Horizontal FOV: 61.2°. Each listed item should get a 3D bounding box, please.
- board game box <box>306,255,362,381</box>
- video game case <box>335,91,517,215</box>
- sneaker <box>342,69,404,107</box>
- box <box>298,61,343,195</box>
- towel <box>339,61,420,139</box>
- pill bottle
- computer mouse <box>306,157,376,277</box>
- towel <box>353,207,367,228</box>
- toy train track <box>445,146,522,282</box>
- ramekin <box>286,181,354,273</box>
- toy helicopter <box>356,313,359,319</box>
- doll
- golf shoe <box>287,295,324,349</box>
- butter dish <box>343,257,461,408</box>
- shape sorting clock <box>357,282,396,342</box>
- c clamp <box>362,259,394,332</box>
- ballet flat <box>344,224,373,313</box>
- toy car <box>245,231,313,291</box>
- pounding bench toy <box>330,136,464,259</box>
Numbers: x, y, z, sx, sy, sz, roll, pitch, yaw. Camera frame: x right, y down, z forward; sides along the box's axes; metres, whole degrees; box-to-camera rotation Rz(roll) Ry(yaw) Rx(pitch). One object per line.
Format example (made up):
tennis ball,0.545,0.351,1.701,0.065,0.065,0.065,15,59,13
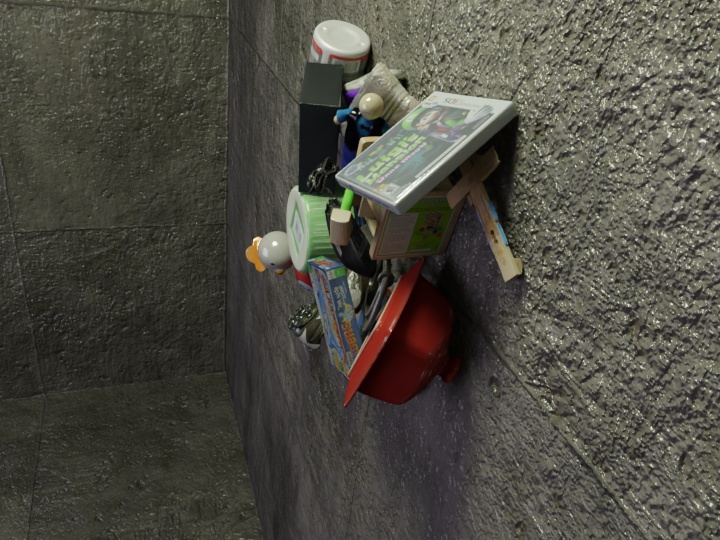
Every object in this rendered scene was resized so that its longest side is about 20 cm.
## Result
board game box,-0.040,0.082,1.051,0.135,0.034,0.203,-160,55,-70
video game case,0.078,-0.163,0.803,0.023,0.200,0.182,53,171,-31
sneaker,0.021,-0.295,1.105,0.200,0.069,0.101,-166,69,-70
box,-0.077,-0.267,1.160,0.201,0.078,0.142,97,173,-47
towel,0.040,-0.244,1.020,0.132,0.035,0.200,45,154,-3
pill bottle,-0.055,-0.384,1.231,0.201,0.112,0.115,110,149,-48
computer mouse,-0.033,-0.085,1.004,0.201,0.046,0.141,59,-158,-22
towel,-0.022,-0.086,1.293,0.200,0.048,0.113,151,112,-68
toy train track,0.170,-0.083,0.795,0.115,0.032,0.202,-46,56,55
ramekin,-0.088,-0.087,1.261,0.200,0.096,0.203,175,90,-70
toy helicopter,0.020,0.077,1.182,0.199,0.078,0.134,16,103,56
doll,0.012,-0.214,1.010,0.049,0.135,0.201,-57,-12,-31
golf shoe,-0.061,0.082,1.290,0.095,0.200,0.078,52,157,-9
butter dish,0.083,0.119,0.922,0.201,0.147,0.200,-63,-2,41
shape sorting clock,0.054,0.123,1.077,0.199,0.039,0.203,11,104,50
c clamp,0.035,0.002,1.027,0.201,0.027,0.172,-81,14,-56
ballet flat,0.000,0.000,1.151,0.047,0.066,0.202,82,-160,-58
toy car,-0.170,-0.029,1.446,0.184,0.197,0.179,112,149,-76
pounding bench toy,0.029,-0.117,0.926,0.125,0.197,0.157,105,151,-43
